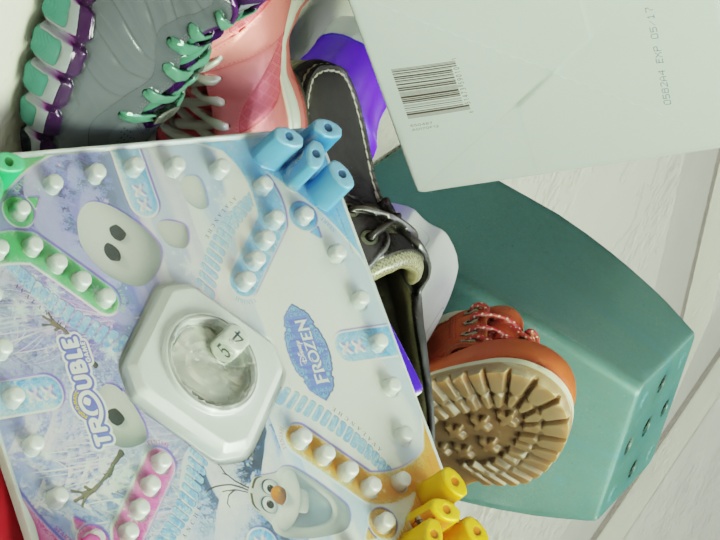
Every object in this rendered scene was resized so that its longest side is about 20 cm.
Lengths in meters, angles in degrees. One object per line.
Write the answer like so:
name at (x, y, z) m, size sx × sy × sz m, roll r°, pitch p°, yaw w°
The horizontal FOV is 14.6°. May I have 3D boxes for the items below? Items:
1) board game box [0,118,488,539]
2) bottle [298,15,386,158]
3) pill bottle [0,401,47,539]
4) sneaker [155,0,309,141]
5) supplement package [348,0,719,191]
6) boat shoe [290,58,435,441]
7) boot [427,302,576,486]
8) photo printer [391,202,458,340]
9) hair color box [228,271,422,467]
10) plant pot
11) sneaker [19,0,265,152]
board game box at (-0.058, 0.036, 1.098) m, size 0.199 × 0.201 × 0.026 m, roll -7°, pitch 160°, yaw -39°
bottle at (-0.045, -0.036, 1.334) m, size 0.200 × 0.065 × 0.084 m, roll -56°, pitch 155°, yaw -28°
pill bottle at (-0.191, 0.112, 1.036) m, size 0.200 × 0.112 × 0.113 m, roll -37°, pitch 147°, yaw -56°
sneaker at (-0.066, -0.099, 1.215) m, size 0.087 × 0.073 × 0.202 m, roll -12°, pitch 118°, yaw -56°
supplement package at (0.077, -0.166, 1.216) m, size 0.152 × 0.150 × 0.201 m, roll 68°, pitch 17°, yaw -56°
boat shoe at (0.000, 0.000, 1.268) m, size 0.072 × 0.065 × 0.202 m, roll 4°, pitch 78°, yaw -51°
boot at (0.059, 0.052, 1.378) m, size 0.108 × 0.075 × 0.200 m, roll -58°, pitch -168°, yaw -24°
photo printer at (-0.031, 0.061, 1.399) m, size 0.167 × 0.069 × 0.200 m, roll -55°, pitch -178°, yaw -30°
hair color box at (-0.073, 0.078, 1.221) m, size 0.109 × 0.065 × 0.200 m, roll -20°, pitch 166°, yaw -38°
plant pot at (0.072, 0.045, 1.559) m, size 0.141 × 0.199 × 0.142 m, roll -35°, pitch 146°, yaw -56°
sneaker at (-0.079, -0.096, 1.122) m, size 0.074 × 0.087 × 0.201 m, roll -42°, pitch 151°, yaw -51°
